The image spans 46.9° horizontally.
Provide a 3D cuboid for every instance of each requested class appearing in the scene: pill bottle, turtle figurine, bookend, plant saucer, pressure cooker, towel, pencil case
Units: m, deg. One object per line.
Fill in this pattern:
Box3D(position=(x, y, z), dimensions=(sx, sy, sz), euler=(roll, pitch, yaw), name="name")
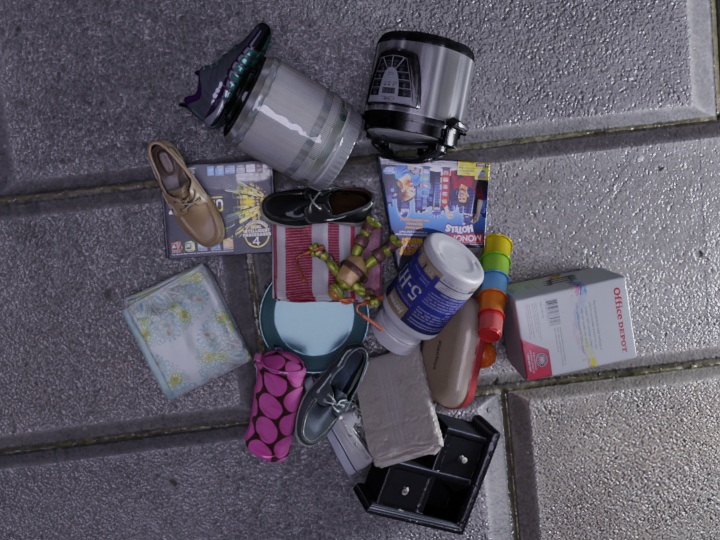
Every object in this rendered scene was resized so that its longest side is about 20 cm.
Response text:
Box3D(position=(0.108, 0.046, 1.416), dimensions=(0.119, 0.120, 0.201), euler=(33, 119, -6), name="pill bottle")
Box3D(position=(0.000, 0.000, 1.413), dimensions=(0.199, 0.064, 0.162), euler=(38, 83, 20), name="turtle figurine")
Box3D(position=(0.119, 0.344, 1.488), dimensions=(0.196, 0.092, 0.202), euler=(19, 96, -19), name="bookend")
Box3D(position=(-0.083, 0.083, 1.494), dimensions=(0.197, 0.036, 0.203), euler=(0, 97, -4), name="plant saucer")
Box3D(position=(0.096, -0.279, 1.382), dimensions=(0.176, 0.176, 0.203), euler=(11, 93, -8), name="pressure cooker")
Box3D(position=(-0.056, -0.017, 1.451), dimensions=(0.197, 0.023, 0.146), euler=(1, 81, -17), name="towel")
Box3D(position=(0.064, 0.236, 1.454), dimensions=(0.131, 0.035, 0.202), euler=(-16, 61, 9), name="towel")
Box3D(position=(-0.311, 0.108, 1.479), dimensions=(0.169, 0.048, 0.202), euler=(-25, 98, 1), name="towel")
Box3D(position=(-0.155, 0.239, 1.465), dimensions=(0.092, 0.091, 0.203), euler=(8, 112, -9), name="pencil case")

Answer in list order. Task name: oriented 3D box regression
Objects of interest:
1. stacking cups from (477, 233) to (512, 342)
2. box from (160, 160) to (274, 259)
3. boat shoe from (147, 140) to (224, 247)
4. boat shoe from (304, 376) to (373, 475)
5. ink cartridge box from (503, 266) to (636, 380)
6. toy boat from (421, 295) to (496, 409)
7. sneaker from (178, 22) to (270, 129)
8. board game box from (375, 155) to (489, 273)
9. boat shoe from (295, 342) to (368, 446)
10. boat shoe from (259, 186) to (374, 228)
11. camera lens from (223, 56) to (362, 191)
Box3D(position=(0.227, 0.028, 1.428), dimensions=(0.060, 0.202, 0.061), euler=(8, 140, 7), name="stacking cups")
Box3D(position=(-0.246, -0.107, 1.455), dimensions=(0.197, 0.049, 0.164), euler=(-3, 94, -4), name="box")
Box3D(position=(-0.299, -0.126, 1.393), dimensions=(0.071, 0.065, 0.201), euler=(-33, 96, 0), name="boat shoe")
Box3D(position=(-0.027, 0.269, 1.501), dimensions=(0.085, 0.075, 0.204), euler=(-26, 100, 1), name="boat shoe")
Box3D(position=(0.360, 0.089, 1.463), dimensions=(0.197, 0.145, 0.148), euler=(-11, 98, -2), name="ink cartridge box")
Box3D(position=(0.190, 0.145, 1.488), dimensions=(0.129, 0.130, 0.203), euler=(6, 99, -34), name="toy boat")
Box3D(position=(-0.233, -0.347, 1.416), dimensions=(0.087, 0.074, 0.201), euler=(32, 92, 4), name="sneaker")
Box3D(position=(0.121, -0.096, 1.469), dimensions=(0.197, 0.062, 0.203), euler=(3, 98, -4), name="board game box")
Box3D(position=(-0.048, 0.212, 1.434), dimensions=(0.072, 0.062, 0.201), euler=(35, 75, -8), name="boat shoe")
Box3D(position=(-0.074, -0.116, 1.427), dimensions=(0.197, 0.068, 0.073), euler=(-1, 72, -15), name="boat shoe")
Box3D(position=(-0.117, -0.245, 1.378), dimensions=(0.198, 0.160, 0.161), euler=(27, 95, -17), name="camera lens")
